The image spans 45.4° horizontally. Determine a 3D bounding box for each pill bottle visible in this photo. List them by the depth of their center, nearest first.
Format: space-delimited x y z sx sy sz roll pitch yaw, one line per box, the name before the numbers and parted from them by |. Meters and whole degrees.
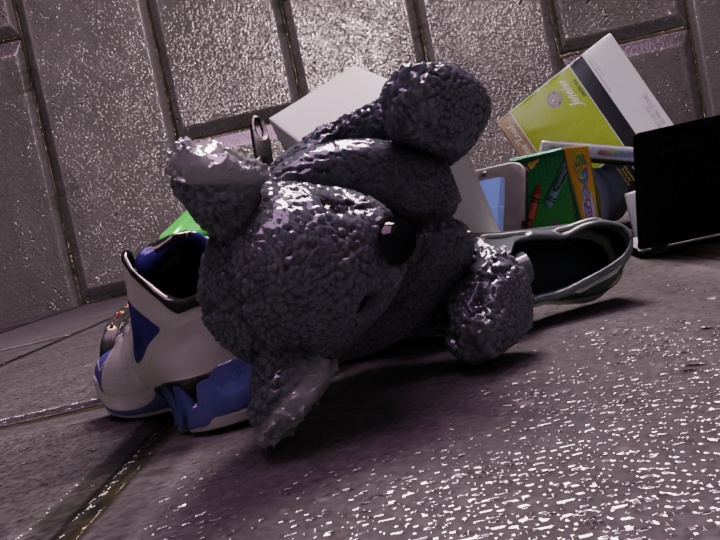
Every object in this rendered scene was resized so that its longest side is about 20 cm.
pill bottle | 0.245 -0.079 1.100 0.196 0.107 0.104 -14 4 -26

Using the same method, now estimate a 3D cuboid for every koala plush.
koala plush | -0.022 -0.004 0.477 0.180 0.181 0.200 -12 10 27

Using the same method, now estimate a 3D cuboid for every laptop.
laptop | 0.350 -0.091 0.844 0.183 0.119 0.200 -11 4 8

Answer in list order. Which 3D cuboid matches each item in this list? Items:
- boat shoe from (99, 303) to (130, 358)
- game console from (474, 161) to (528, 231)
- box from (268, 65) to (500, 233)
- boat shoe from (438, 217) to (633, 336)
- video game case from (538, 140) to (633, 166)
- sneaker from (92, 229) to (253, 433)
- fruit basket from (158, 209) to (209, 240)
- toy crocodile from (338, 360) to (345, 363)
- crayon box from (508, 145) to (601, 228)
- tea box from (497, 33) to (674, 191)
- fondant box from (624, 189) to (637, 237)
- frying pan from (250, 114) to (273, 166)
boat shoe | -0.206 0.059 0.808 0.062 0.076 0.201 -5 7 -9
game console | 0.036 -0.013 0.739 0.197 0.119 0.175 -11 4 32
box | 0.015 -0.077 0.712 0.096 0.126 0.200 -32 29 -7
boat shoe | 0.102 -0.003 0.607 0.195 0.074 0.062 -7 -20 -17
video game case | 0.323 -0.143 1.075 0.195 0.018 0.143 6 6 10
sneaker | -0.122 0.035 0.575 0.079 0.118 0.198 -13 4 -34
fruit basket | -0.172 -0.013 1.056 0.212 0.157 0.216 -26 19 10
toy crocodile | -0.048 0.045 0.653 0.196 0.062 0.068 -10 46 20
crayon box | 0.211 -0.066 0.905 0.057 0.122 0.199 -10 5 23
tea box | 0.333 -0.188 1.229 0.195 0.202 0.133 -35 -4 18
fondant box | 0.424 -0.095 1.054 0.142 0.060 0.199 -14 3 36
frying pan | -0.089 -0.048 0.736 0.114 0.192 0.031 -17 -25 -42
